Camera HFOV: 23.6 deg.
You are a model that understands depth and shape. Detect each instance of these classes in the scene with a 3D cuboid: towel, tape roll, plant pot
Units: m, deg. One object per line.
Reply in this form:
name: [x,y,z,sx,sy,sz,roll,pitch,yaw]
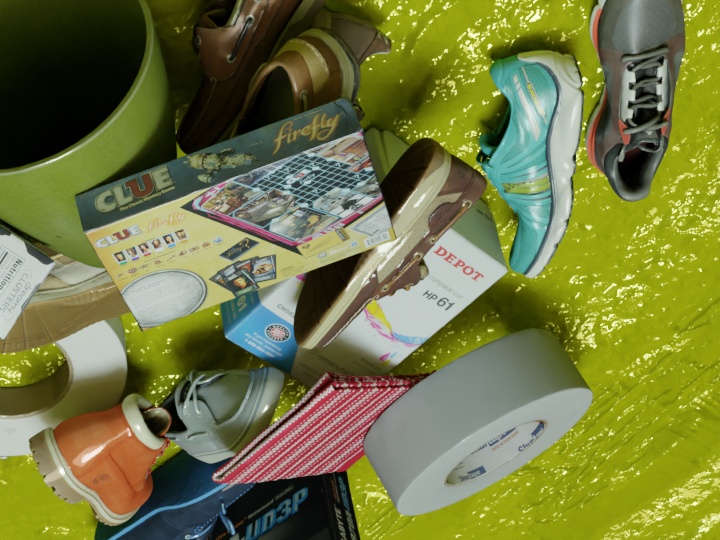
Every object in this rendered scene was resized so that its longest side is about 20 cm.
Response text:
towel: [-0.022,0.131,1.453,0.145,0.023,0.200,-41,158,23]
tape roll: [0.103,0.134,1.512,0.200,0.066,0.200,-28,160,-11]
tape roll: [-0.298,0.078,1.463,0.202,0.037,0.203,-6,132,-6]
plant pot: [-0.207,-0.092,1.254,0.186,0.188,0.200,-17,146,4]

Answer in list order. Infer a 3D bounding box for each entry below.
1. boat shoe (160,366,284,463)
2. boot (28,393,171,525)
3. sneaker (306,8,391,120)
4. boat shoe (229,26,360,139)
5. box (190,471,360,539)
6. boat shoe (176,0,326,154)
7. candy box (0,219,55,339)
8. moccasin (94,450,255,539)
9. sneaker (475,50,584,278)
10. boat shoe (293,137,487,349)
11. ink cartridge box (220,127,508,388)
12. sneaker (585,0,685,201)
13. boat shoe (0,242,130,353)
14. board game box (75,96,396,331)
boat shoe: [-0.127,0.120,1.470,0.071,0.070,0.201,23,156,-17]
boot: [-0.202,0.162,1.500,0.107,0.075,0.200,-30,162,1]
sneaker: [-0.037,-0.107,1.329,0.075,0.071,0.200,9,129,-20]
boat shoe: [-0.068,-0.085,1.246,0.074,0.076,0.201,-27,146,-47]
box: [-0.092,0.259,1.581,0.200,0.159,0.046,-36,129,20]
boat shoe: [-0.092,-0.171,1.269,0.068,0.072,0.200,24,113,-24]
candy box: [-0.341,-0.049,1.250,0.200,0.168,0.072,36,86,-35]
moccasin: [-0.159,0.215,1.593,0.200,0.081,0.068,-29,125,32]
sneaker: [0.132,-0.087,1.389,0.079,0.078,0.201,1,122,0]
boat shoe: [0.023,-0.009,1.319,0.072,0.072,0.200,26,114,-25]
ink cartridge box: [0.000,0.000,1.422,0.144,0.085,0.200,32,117,-32]
sneaker: [0.223,-0.139,1.344,0.077,0.082,0.201,-8,132,-4]
boat shoe: [-0.239,0.008,1.371,0.199,0.069,0.074,-17,153,-21]
board game box: [-0.083,-0.037,1.208,0.199,0.035,0.136,-20,146,0]
